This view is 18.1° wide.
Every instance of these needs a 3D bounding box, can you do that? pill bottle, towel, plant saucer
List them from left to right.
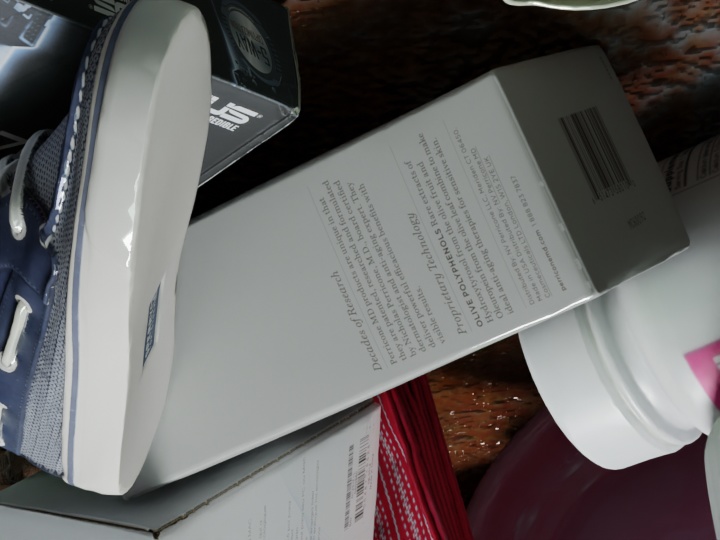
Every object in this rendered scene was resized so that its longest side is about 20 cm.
[{"bbox_3d":[0.009,0.130,1.010,0.022,0.145,0.200,-6,152,-18],"label":"towel"},{"bbox_3d":[0.137,0.115,0.958,0.200,0.201,0.051,-19,127,19],"label":"plant saucer"},{"bbox_3d":[0.165,-0.002,0.840,0.199,0.114,0.113,-25,148,27],"label":"pill bottle"}]

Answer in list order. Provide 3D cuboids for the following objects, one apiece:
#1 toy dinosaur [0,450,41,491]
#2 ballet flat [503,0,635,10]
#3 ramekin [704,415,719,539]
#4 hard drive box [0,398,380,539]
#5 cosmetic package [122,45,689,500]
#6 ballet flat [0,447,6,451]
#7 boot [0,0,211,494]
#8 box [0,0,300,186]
[{"bbox_3d":[-0.178,0.102,0.904,0.135,0.086,0.200,2,-179,15],"label":"toy dinosaur"},{"bbox_3d":[0.041,-0.108,0.646,0.199,0.067,0.071,5,121,-27],"label":"ballet flat"},{"bbox_3d":[0.217,0.081,0.788,0.199,0.098,0.201,-10,157,-4],"label":"ramekin"},{"bbox_3d":[-0.067,0.142,0.891,0.076,0.157,0.200,8,-167,22],"label":"hard drive box"},{"bbox_3d":[0.000,0.000,0.797,0.199,0.085,0.108,-26,178,29],"label":"cosmetic package"},{"bbox_3d":[-0.165,0.115,1.049,0.057,0.066,0.200,-46,168,-30],"label":"ballet flat"},{"bbox_3d":[-0.104,-0.010,0.706,0.090,0.073,0.201,18,133,6],"label":"boot"},{"bbox_3d":[-0.144,-0.060,0.721,0.200,0.044,0.160,19,142,-42],"label":"box"}]
